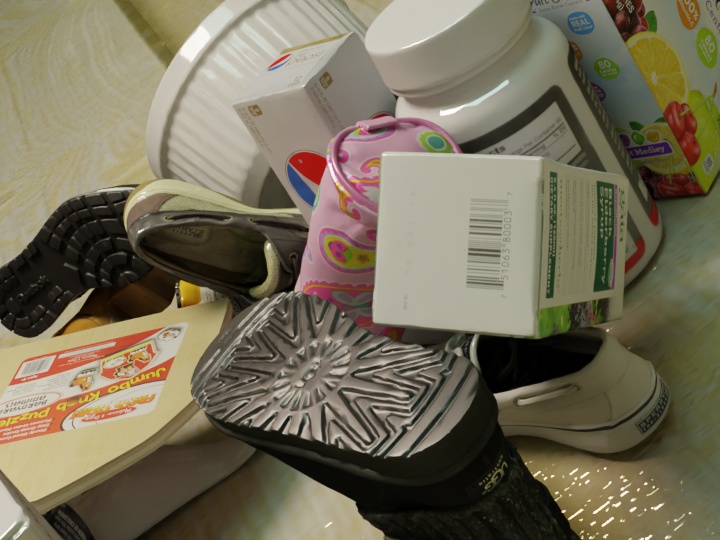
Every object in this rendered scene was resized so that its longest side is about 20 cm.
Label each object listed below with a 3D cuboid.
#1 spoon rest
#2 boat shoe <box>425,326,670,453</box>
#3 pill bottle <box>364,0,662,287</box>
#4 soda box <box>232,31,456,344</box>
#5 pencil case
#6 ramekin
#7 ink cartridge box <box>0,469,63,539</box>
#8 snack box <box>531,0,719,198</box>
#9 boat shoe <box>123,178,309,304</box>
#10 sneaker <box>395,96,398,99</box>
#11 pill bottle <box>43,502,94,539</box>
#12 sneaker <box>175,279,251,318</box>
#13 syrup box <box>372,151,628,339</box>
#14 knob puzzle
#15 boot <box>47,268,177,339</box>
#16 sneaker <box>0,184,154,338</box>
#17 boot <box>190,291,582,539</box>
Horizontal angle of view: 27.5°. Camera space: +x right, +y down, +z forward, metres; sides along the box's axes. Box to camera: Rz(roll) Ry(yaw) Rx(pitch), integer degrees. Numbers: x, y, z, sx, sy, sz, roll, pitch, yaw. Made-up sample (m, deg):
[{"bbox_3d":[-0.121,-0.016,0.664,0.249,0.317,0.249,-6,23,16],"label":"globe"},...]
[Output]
[{"bbox_3d":[-0.129,0.129,0.972,0.200,0.061,0.100,-41,22,19],"label":"spoon rest"},{"bbox_3d":[0.078,0.057,0.819,0.072,0.066,0.199,-52,29,-21],"label":"boat shoe"},{"bbox_3d":[0.091,-0.079,0.883,0.113,0.201,0.114,-26,27,15],"label":"pill bottle"},{"bbox_3d":[0.007,-0.047,0.926,0.068,0.201,0.064,-6,36,44],"label":"soda box"},{"bbox_3d":[0.000,0.000,0.860,0.088,0.087,0.201,-58,-8,-39],"label":"pencil case"},{"bbox_3d":[-0.054,-0.112,1.113,0.200,0.201,0.105,-42,65,-15],"label":"ramekin"},{"bbox_3d":[-0.154,0.190,0.722,0.084,0.201,0.146,-41,27,-14],"label":"ink cartridge box"},{"bbox_3d":[0.185,-0.175,0.935,0.067,0.201,0.169,-4,39,45],"label":"snack box"},{"bbox_3d":[-0.062,-0.006,0.988,0.066,0.199,0.072,-97,25,-57],"label":"boat shoe"},{"bbox_3d":[0.057,-0.143,1.042,0.074,0.081,0.200,23,62,33],"label":"sneaker"},{"bbox_3d":[-0.240,0.226,0.867,0.106,0.107,0.201,-18,31,30],"label":"pill bottle"},{"bbox_3d":[-0.094,0.020,1.098,0.081,0.078,0.200,-8,23,-5],"label":"sneaker"},{"bbox_3d":[0.077,-0.013,0.730,0.081,0.079,0.200,4,2,22],"label":"syrup box"},{"bbox_3d":[-0.174,0.096,0.924,0.218,0.031,0.220,-15,25,7],"label":"knob puzzle"},{"bbox_3d":[-0.210,0.086,1.104,0.144,0.071,0.202,-37,22,43],"label":"boot"},{"bbox_3d":[-0.198,-0.026,1.103,0.199,0.076,0.088,-26,16,37],"label":"sneaker"},{"bbox_3d":[0.016,0.102,0.714,0.079,0.158,0.211,-47,35,-17],"label":"boot"}]
